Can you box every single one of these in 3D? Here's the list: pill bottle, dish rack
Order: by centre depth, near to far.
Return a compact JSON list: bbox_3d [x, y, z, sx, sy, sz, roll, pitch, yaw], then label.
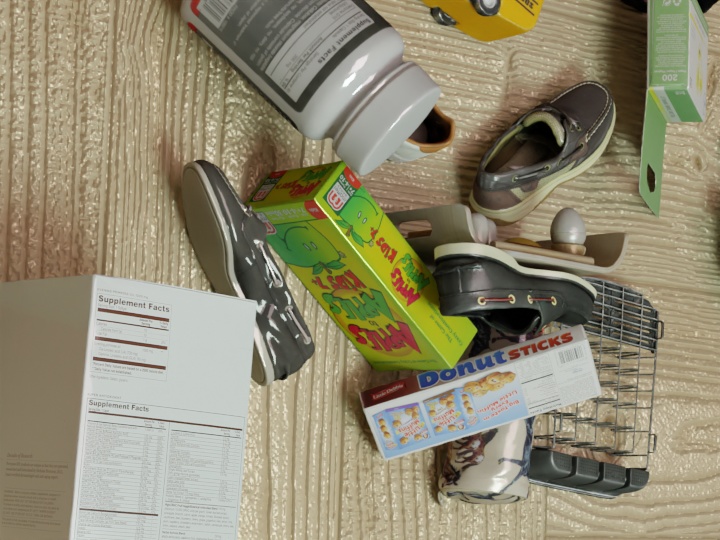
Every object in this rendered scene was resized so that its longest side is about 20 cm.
[{"bbox_3d":[-0.038,-0.178,1.568,0.200,0.114,0.114,44,56,8],"label":"pill bottle"},{"bbox_3d":[0.221,0.110,1.854,0.153,0.054,0.201,16,75,-39],"label":"dish rack"}]

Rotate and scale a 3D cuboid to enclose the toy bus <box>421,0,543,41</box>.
[{"bbox_3d":[0.077,-0.280,1.753,0.200,0.065,0.079,35,66,-33],"label":"toy bus"}]

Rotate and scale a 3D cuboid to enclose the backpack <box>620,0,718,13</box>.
[{"bbox_3d":[0.328,-0.333,1.879,0.126,0.200,0.168,-13,96,-39],"label":"backpack"}]

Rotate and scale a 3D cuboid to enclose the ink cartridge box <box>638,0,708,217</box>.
[{"bbox_3d":[0.306,-0.161,1.904,0.145,0.048,0.201,29,63,-71],"label":"ink cartridge box"}]

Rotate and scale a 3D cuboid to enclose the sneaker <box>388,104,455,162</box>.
[{"bbox_3d":[0.003,-0.163,1.673,0.200,0.085,0.073,30,70,-31],"label":"sneaker"}]

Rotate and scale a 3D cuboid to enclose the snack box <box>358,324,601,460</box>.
[{"bbox_3d":[0.104,0.106,1.676,0.024,0.199,0.072,-104,175,-47],"label":"snack box"}]

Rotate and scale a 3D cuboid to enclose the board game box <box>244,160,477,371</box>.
[{"bbox_3d":[0.000,0.000,1.645,0.200,0.101,0.048,51,58,-25],"label":"board game box"}]

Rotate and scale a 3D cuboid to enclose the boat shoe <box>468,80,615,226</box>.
[{"bbox_3d":[0.175,-0.119,1.808,0.200,0.073,0.065,-47,154,-32],"label":"boat shoe"}]

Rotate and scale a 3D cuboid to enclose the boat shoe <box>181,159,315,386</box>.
[{"bbox_3d":[-0.091,-0.004,1.592,0.057,0.067,0.201,-27,111,-27],"label":"boat shoe"}]

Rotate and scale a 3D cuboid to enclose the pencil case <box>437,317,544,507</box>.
[{"bbox_3d":[0.115,0.114,1.749,0.078,0.089,0.201,25,69,-66],"label":"pencil case"}]

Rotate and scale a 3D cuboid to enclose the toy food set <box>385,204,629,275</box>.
[{"bbox_3d":[0.118,-0.031,1.719,0.199,0.143,0.061,10,81,-38],"label":"toy food set"}]

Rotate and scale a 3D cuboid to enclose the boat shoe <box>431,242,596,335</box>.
[{"bbox_3d":[0.132,0.026,1.656,0.201,0.073,0.063,15,69,-50],"label":"boat shoe"}]

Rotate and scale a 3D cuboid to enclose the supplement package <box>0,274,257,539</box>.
[{"bbox_3d":[-0.193,0.115,1.419,0.147,0.191,0.201,11,81,-39],"label":"supplement package"}]
